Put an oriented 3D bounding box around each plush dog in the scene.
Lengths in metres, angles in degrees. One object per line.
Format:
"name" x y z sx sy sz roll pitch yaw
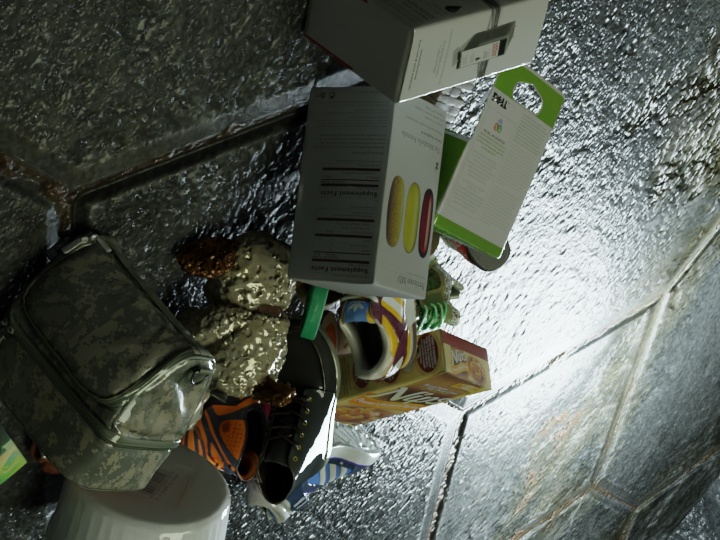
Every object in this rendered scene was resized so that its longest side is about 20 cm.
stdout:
"plush dog" -0.124 0.043 1.562 0.199 0.159 0.174 5 97 -54

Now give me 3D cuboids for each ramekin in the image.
"ramekin" -0.235 0.265 1.594 0.199 0.200 0.099 -10 126 -46

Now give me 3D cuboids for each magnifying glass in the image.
"magnifying glass" -0.034 -0.023 1.612 0.080 0.022 0.203 135 -33 -80

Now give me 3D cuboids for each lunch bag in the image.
"lunch bag" -0.242 0.083 1.383 0.168 0.200 0.139 -50 152 9

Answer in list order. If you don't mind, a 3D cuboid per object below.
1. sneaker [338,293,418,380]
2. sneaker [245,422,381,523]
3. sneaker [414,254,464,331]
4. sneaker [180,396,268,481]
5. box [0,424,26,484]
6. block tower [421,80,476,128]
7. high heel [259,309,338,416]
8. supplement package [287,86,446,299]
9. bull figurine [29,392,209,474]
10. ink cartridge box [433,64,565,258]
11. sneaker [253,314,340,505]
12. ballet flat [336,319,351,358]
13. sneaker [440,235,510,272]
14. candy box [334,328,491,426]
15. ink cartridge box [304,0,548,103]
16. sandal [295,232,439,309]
"sneaker" 0.013 0.019 1.606 0.090 0.074 0.203 -20 101 -60
"sneaker" -0.072 0.264 1.924 0.147 0.081 0.199 -49 154 16
"sneaker" 0.081 0.042 1.781 0.077 0.088 0.200 -65 176 34
"sneaker" -0.177 0.222 1.696 0.077 0.112 0.201 6 120 -54
"box" -0.417 0.175 1.411 0.144 0.036 0.201 -39 149 -16
"block tower" 0.058 -0.155 1.643 0.058 0.054 0.201 7 119 -54
"high heel" -0.094 0.137 1.794 0.067 0.095 0.202 17 89 -54
"supplement package" 0.008 -0.079 1.524 0.113 0.108 0.203 15 80 -57
"bull figurine" -0.248 0.165 1.533 0.198 0.066 0.122 -18 162 -11
"ink cartridge box" 0.132 -0.133 1.630 0.147 0.075 0.202 24 89 -52
"sneaker" -0.073 0.158 1.649 0.106 0.074 0.203 -45 137 -61
"ballet flat" -0.006 0.097 1.834 0.074 0.074 0.201 -36 143 -20
"sneaker" 0.101 -0.092 1.758 0.067 0.108 0.202 -36 112 -6
"candy box" 0.040 0.128 1.721 0.198 0.056 0.115 -17 157 29
"ink cartridge box" 0.067 -0.254 1.457 0.199 0.146 0.084 -22 138 -39
"sandal" -0.003 -0.005 1.733 0.211 0.078 0.070 -29 173 -36
